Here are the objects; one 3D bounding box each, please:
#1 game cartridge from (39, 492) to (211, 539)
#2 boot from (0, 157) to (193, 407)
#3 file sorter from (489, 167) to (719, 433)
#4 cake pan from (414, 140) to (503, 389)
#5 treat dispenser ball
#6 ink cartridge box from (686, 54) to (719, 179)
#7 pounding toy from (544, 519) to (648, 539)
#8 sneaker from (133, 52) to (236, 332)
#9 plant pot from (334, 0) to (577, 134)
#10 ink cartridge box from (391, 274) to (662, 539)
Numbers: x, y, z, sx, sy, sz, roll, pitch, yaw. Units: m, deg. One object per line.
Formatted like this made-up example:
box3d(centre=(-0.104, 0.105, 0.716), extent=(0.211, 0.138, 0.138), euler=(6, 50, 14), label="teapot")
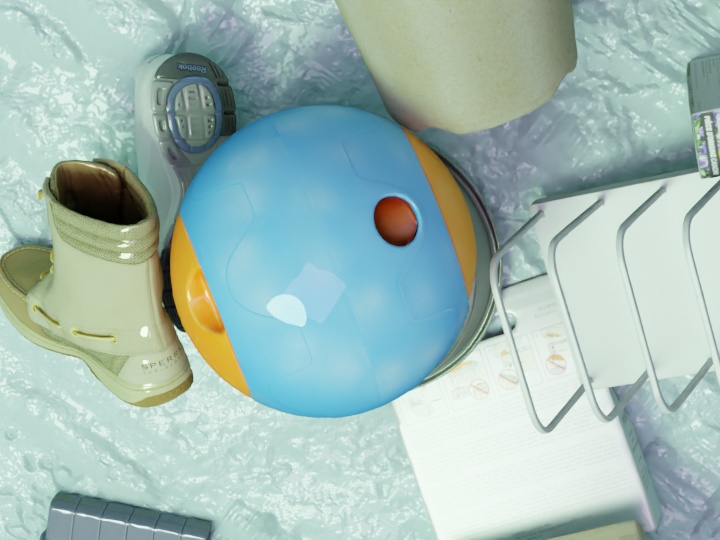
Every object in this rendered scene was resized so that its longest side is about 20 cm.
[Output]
box3d(centre=(-0.191, 0.273, 1.745), extent=(0.128, 0.038, 0.202), euler=(9, 114, -1), label="game cartridge")
box3d(centre=(-0.193, -0.012, 1.541), extent=(0.072, 0.200, 0.157), euler=(-28, 130, -27), label="boot")
box3d(centre=(0.201, 0.019, 1.487), extent=(0.198, 0.124, 0.140), euler=(-11, 104, 29), label="file sorter")
box3d(centre=(0.000, 0.000, 1.589), extent=(0.198, 0.037, 0.202), euler=(3, 109, 9), label="cake pan")
box3d(centre=(-0.024, -0.006, 1.464), extent=(0.199, 0.201, 0.203), euler=(3, 114, 6), label="treat dispenser ball")
box3d(centre=(0.314, -0.115, 1.470), extent=(0.198, 0.109, 0.051), euler=(-9, 112, 11), label="ink cartridge box")
box3d(centre=(0.131, 0.281, 1.600), extent=(0.182, 0.143, 0.200), euler=(-15, 146, 13), label="pounding toy")
box3d(centre=(-0.119, -0.056, 1.565), extent=(0.074, 0.087, 0.202), euler=(-8, 108, -23), label="sneaker")
box3d(centre=(0.056, -0.197, 1.438), extent=(0.199, 0.201, 0.185), euler=(-12, 123, 12), label="plant pot")
box3d(centre=(0.112, 0.114, 1.642), extent=(0.159, 0.047, 0.202), euler=(-18, 93, 15), label="ink cartridge box")
